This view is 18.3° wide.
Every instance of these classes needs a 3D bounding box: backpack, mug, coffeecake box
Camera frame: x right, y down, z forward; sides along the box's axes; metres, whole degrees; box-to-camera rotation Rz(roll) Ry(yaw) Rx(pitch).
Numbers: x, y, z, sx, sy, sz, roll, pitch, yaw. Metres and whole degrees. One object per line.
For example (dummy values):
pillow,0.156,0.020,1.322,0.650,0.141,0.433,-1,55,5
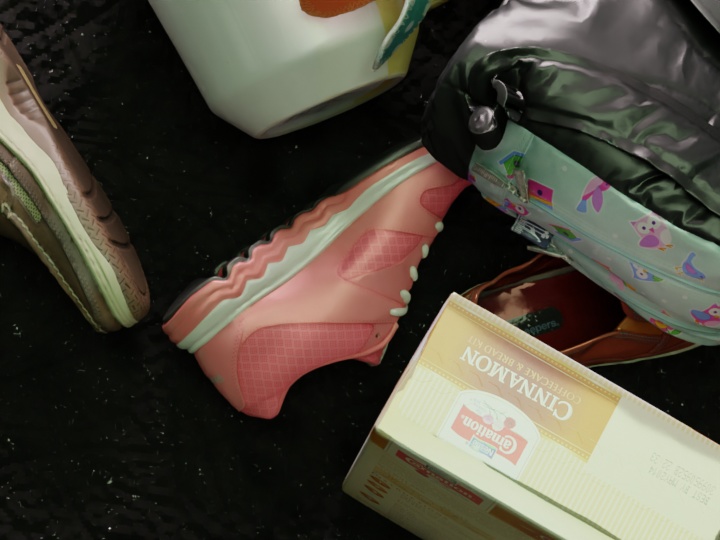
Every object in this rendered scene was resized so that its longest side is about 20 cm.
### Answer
backpack,0.146,-0.062,1.073,0.199,0.127,0.167,35,66,7
mug,-0.026,-0.159,1.119,0.185,0.149,0.154,-22,88,11
coffeecake box,0.079,0.097,1.040,0.153,0.200,0.073,30,77,2

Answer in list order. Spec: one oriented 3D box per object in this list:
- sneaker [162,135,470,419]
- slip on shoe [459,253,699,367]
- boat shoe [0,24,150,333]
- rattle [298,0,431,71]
sneaker,0.000,0.000,1.133,0.199,0.074,0.087,-35,96,-7
slip on shoe,0.136,0.009,1.137,0.198,0.061,0.075,-17,77,-10
boat shoe,-0.180,-0.047,1.125,0.075,0.075,0.203,-32,75,3
rattle,0.075,-0.185,1.059,0.142,0.131,0.200,5,35,33
